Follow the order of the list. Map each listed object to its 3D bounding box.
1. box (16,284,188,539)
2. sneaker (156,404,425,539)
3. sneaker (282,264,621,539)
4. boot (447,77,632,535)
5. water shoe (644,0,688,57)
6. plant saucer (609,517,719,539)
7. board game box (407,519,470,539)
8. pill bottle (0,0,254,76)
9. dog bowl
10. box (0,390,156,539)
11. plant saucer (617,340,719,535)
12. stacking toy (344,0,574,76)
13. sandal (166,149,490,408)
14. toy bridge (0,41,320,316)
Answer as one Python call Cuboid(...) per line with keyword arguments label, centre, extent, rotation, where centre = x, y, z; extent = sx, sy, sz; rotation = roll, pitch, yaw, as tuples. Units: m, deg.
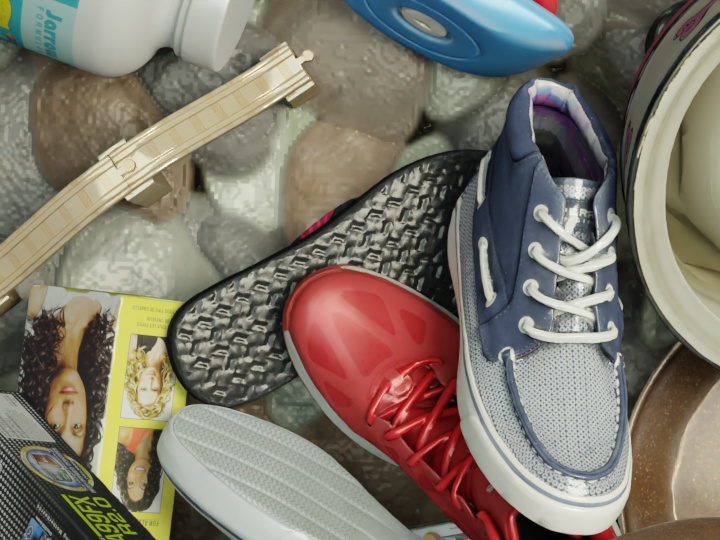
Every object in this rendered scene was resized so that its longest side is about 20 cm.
Cuboid(label="box", centre=(-0.127, 0.109, 1.221), extent=(0.075, 0.050, 0.201), rotation=(4, 87, 47))
Cuboid(label="sneaker", centre=(-0.014, 0.139, 1.178), extent=(0.200, 0.073, 0.071), rotation=(36, 120, 8))
Cuboid(label="sneaker", centre=(0.049, 0.072, 1.150), extent=(0.200, 0.116, 0.078), rotation=(42, 85, -2))
Cuboid(label="boot", centre=(0.081, 0.011, 1.118), extent=(0.073, 0.090, 0.200), rotation=(4, 44, -17))
Cuboid(label="water shoe", centre=(0.230, -0.092, 1.201), extent=(0.199, 0.079, 0.072), rotation=(-1, 88, 4))
Cuboid(label="plant saucer", centre=(0.111, 0.167, 1.129), extent=(0.200, 0.200, 0.035), rotation=(-32, 56, 3))
Cuboid(label="board game box", centre=(0.008, 0.187, 1.229), extent=(0.199, 0.035, 0.127), rotation=(-12, 87, 4))
Cuboid(label="pill bottle", centre=(-0.147, -0.158, 1.217), extent=(0.200, 0.111, 0.111), rotation=(20, 89, 6))
Cuboid(label="dog bowl", centre=(0.202, -0.051, 1.136), extent=(0.200, 0.074, 0.201), rotation=(-5, 114, -10))
Cuboid(label="box", centre=(-0.151, 0.171, 1.167), extent=(0.200, 0.044, 0.160), rotation=(42, 111, 39))
Cuboid(label="plant saucer", centre=(0.218, 0.103, 1.216), extent=(0.200, 0.037, 0.201), rotation=(0, 87, 4))
Cuboid(label="stacking toy", centre=(0.073, -0.197, 1.215), extent=(0.116, 0.110, 0.200), rotation=(30, 78, -14))
Cuboid(label="sandal", centre=(0.000, 0.000, 1.227), extent=(0.200, 0.045, 0.075), rotation=(-25, 98, -10))
Cuboid(label="toy bridge", centre=(-0.104, -0.045, 1.232), extent=(0.200, 0.067, 0.027), rotation=(-35, 85, 3))
